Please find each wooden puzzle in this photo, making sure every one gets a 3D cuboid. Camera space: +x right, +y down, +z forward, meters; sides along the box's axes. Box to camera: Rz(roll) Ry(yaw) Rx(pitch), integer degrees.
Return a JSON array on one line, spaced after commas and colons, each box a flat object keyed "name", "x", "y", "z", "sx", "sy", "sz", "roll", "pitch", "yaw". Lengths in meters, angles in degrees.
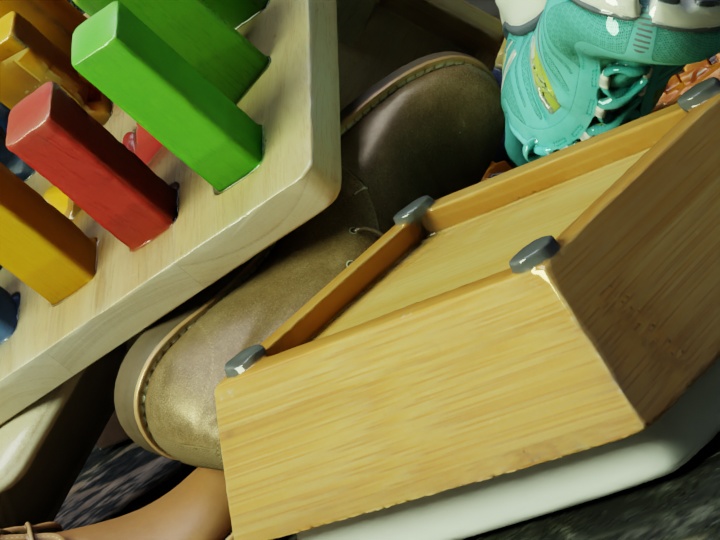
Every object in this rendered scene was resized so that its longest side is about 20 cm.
[{"name": "wooden puzzle", "x": -0.118, "y": 0.034, "z": 1.176, "sx": 0.186, "sy": 0.037, "sz": 0.200, "roll": -61, "pitch": -3, "yaw": -19}]

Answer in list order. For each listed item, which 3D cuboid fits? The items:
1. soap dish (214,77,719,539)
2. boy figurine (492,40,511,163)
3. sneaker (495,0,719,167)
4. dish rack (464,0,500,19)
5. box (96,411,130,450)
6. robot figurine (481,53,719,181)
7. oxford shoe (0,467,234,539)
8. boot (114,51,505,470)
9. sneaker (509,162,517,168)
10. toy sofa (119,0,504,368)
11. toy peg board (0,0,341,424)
[{"name": "soap dish", "x": 0.055, "y": 0.018, "z": 0.930, "sx": 0.200, "sy": 0.081, "sz": 0.157, "roll": -21, "pitch": 15, "yaw": 47}, {"name": "boy figurine", "x": 0.101, "y": -0.087, "z": 1.299, "sx": 0.199, "sy": 0.065, "sz": 0.124, "roll": -21, "pitch": 31, "yaw": -31}, {"name": "sneaker", "x": 0.090, "y": -0.071, "z": 0.996, "sx": 0.077, "sy": 0.080, "sz": 0.200, "roll": 9, "pitch": -3, "yaw": -6}, {"name": "dish rack", "x": 0.126, "y": -0.139, "z": 1.250, "sx": 0.199, "sy": 0.044, "sz": 0.171, "roll": -1, "pitch": 17, "yaw": 33}, {"name": "box", "x": -0.059, "y": 0.012, "z": 1.364, "sx": 0.200, "sy": 0.075, "sz": 0.100, "roll": -26, "pitch": 12, "yaw": 45}, {"name": "robot figurine", "x": 0.102, "y": -0.040, "z": 1.134, "sx": 0.199, "sy": 0.058, "sz": 0.145, "roll": -31, "pitch": 8, "yaw": 9}, {"name": "oxford shoe", "x": -0.117, "y": 0.118, "z": 1.027, "sx": 0.200, "sy": 0.071, "sz": 0.071, "roll": -33, "pitch": 8, "yaw": -15}, {"name": "boot", "x": 0.000, "y": 0.000, "z": 1.048, "sx": 0.200, "sy": 0.074, "sz": 0.075, "roll": -49, "pitch": 33, "yaw": -18}, {"name": "sneaker", "x": 0.053, "y": -0.062, "z": 1.423, "sx": 0.089, "sy": 0.068, "sz": 0.200, "roll": 8, "pitch": -2, "yaw": 12}, {"name": "toy sofa", "x": -0.020, "y": -0.028, "z": 1.175, "sx": 0.201, "sy": 0.083, "sz": 0.098, "roll": -62, "pitch": -3, "yaw": -17}, {"name": "toy peg board", "x": -0.114, "y": -0.071, "z": 1.085, "sx": 0.199, "sy": 0.098, "sz": 0.201, "roll": -32, "pitch": 35, "yaw": 25}]
